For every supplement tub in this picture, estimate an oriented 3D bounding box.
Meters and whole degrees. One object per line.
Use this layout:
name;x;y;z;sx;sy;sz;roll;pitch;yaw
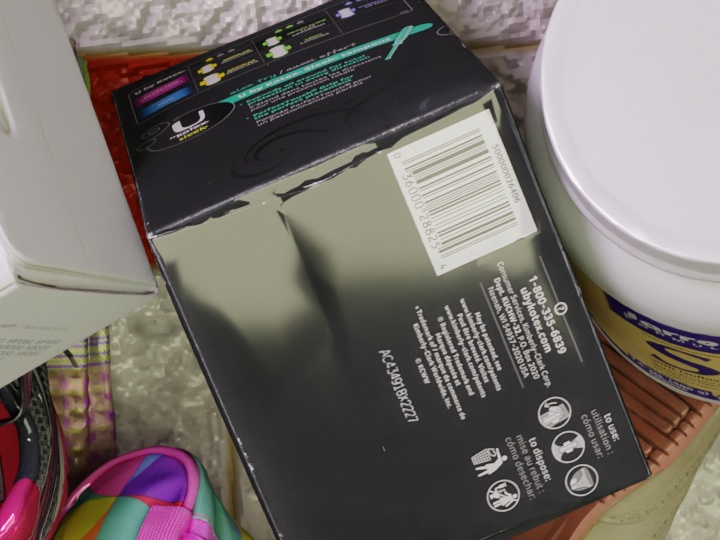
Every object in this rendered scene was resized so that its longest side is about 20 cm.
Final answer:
supplement tub;0.133;-0.039;0.903;0.145;0.200;0.146;-2;77;10

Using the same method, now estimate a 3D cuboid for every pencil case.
pencil case;-0.037;0.151;0.995;0.088;0.088;0.200;-41;124;5

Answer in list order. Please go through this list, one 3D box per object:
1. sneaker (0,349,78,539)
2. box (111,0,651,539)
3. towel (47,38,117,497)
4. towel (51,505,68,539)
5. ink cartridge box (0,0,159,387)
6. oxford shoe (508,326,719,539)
sneaker;-0.142;0.007;0.923;0.080;0.075;0.201;-16;87;-8
box;0.000;0.000;0.914;0.124;0.200;0.149;-23;108;-2
towel;-0.167;0.014;0.988;0.143;0.023;0.201;-4;107;-6
towel;-0.162;0.169;1.007;0.147;0.050;0.201;-16;116;0
ink cartridge box;-0.181;-0.014;0.860;0.200;0.083;0.146;-29;72;25
oxford shoe;0.094;0.086;1.036;0.200;0.071;0.074;-49;137;3
